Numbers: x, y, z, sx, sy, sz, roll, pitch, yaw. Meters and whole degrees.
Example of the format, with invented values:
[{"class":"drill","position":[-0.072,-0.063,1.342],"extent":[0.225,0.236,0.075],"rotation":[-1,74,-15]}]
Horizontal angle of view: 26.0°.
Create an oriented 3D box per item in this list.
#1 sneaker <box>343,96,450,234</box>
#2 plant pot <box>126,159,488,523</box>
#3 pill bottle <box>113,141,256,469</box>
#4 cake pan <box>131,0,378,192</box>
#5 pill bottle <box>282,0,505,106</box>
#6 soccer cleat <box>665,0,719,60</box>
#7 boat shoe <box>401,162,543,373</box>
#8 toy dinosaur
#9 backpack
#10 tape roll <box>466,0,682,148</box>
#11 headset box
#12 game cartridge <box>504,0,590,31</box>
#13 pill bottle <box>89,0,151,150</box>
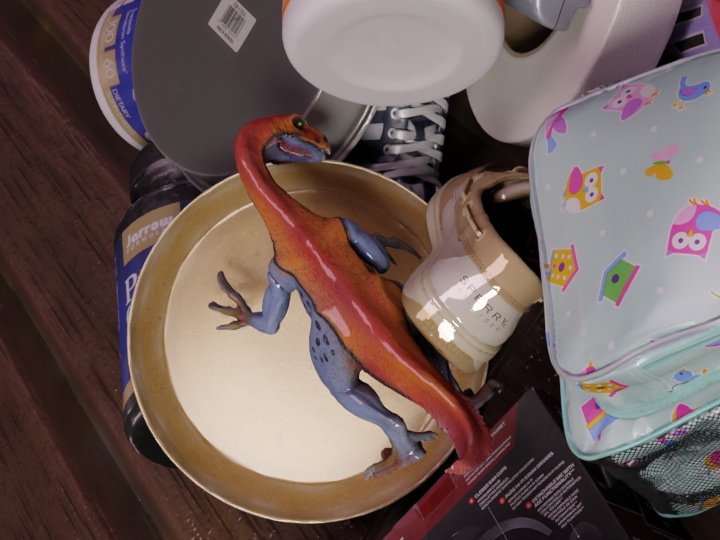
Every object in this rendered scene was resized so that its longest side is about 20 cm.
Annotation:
[{"class":"sneaker","position":[0.027,-0.082,0.908],"extent":[0.201,0.070,0.109],"rotation":[-66,34,30]},{"class":"plant pot","position":[-0.029,0.039,0.866],"extent":[0.201,0.199,0.027],"rotation":[-61,2,3]},{"class":"pill bottle","position":[-0.098,0.015,0.979],"extent":[0.112,0.112,0.201],"rotation":[-34,49,30]},{"class":"cake pan","position":[-0.064,-0.138,0.919],"extent":[0.200,0.037,0.201],"rotation":[-8,77,39]},{"class":"pill bottle","position":[0.016,-0.197,0.814],"extent":[0.113,0.113,0.201],"rotation":[-23,56,37]},{"class":"soccer cleat","position":[0.177,-0.133,0.811],"extent":[0.077,0.066,0.201],"rotation":[-50,39,38]},{"class":"boat shoe","position":[0.075,-0.015,0.795],"extent":[0.069,0.074,0.200],"rotation":[-40,11,22]},{"class":"toy dinosaur","position":[0.000,0.000,0.777],"extent":[0.105,0.182,0.200],"rotation":[-32,7,-22]},{"class":"backpack","position":[0.175,-0.008,0.671],"extent":[0.199,0.153,0.177],"rotation":[-18,52,23]},{"class":"tape roll","position":[0.114,-0.165,0.849],"extent":[0.203,0.037,0.204],"rotation":[-170,90,-70]},{"class":"headset box","position":[0.086,0.167,0.733],"extent":[0.149,0.077,0.200],"rotation":[-48,42,16]},{"class":"game cartridge","position":[0.106,-0.234,0.806],"extent":[0.133,0.040,0.201],"rotation":[-124,48,-67]},{"class":"pill bottle","position":[-0.076,-0.150,1.036],"extent":[0.199,0.119,0.120],"rotation":[-11,63,43]}]
